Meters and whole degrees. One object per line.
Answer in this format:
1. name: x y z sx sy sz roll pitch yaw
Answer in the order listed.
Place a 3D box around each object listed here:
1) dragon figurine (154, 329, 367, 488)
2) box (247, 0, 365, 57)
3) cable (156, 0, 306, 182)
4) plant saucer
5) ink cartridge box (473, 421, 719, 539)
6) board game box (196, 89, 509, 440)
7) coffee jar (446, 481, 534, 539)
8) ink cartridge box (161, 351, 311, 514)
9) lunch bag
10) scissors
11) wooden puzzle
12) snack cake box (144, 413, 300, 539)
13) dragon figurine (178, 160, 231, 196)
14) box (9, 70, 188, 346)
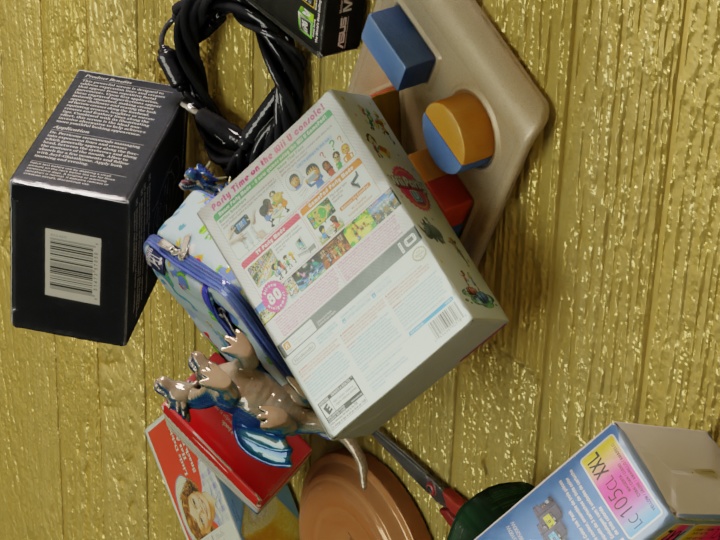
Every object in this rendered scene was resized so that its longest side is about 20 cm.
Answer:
1. dragon figurine: -0.066 0.107 1.560 0.199 0.059 0.100 26 158 16
2. box: -0.059 -0.293 1.575 0.193 0.047 0.201 41 136 38
3. cable: -0.106 -0.155 1.715 0.199 0.050 0.165 -10 96 59
4. plant saucer: 0.003 0.250 1.754 0.200 0.032 0.202 32 129 48
5. ink cartridge box: 0.140 0.186 1.321 0.200 0.136 0.077 -42 62 24
6. board game box: -0.007 -0.004 1.477 0.147 0.064 0.201 -40 71 25
7. coffee jar: 0.144 0.244 1.464 0.200 0.085 0.105 40 128 43
8. ink cartridge box: -0.103 0.137 1.731 0.116 0.067 0.200 44 171 3
9. lunch bag: -0.076 0.036 1.653 0.160 0.082 0.200 30 160 48
10. scissors: 0.067 0.173 1.633 0.200 0.014 0.073 54 146 31
11. wooden puzzle: 0.044 -0.109 1.498 0.186 0.046 0.201 58 146 25
12. snack cake box: -0.117 0.212 1.897 0.115 0.067 0.201 -40 70 59
13. dragon figurine: -0.123 -0.030 1.778 0.059 0.099 0.200 46 -179 19
14. box: -0.224 -0.057 1.799 0.106 0.201 0.150 10 124 6
